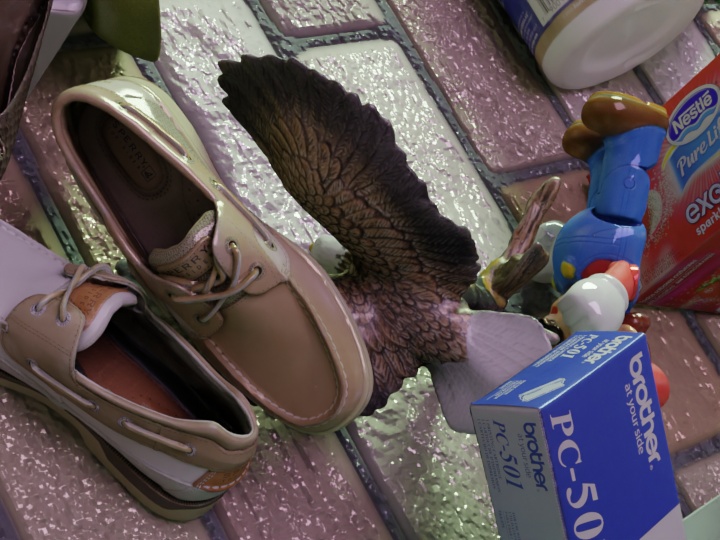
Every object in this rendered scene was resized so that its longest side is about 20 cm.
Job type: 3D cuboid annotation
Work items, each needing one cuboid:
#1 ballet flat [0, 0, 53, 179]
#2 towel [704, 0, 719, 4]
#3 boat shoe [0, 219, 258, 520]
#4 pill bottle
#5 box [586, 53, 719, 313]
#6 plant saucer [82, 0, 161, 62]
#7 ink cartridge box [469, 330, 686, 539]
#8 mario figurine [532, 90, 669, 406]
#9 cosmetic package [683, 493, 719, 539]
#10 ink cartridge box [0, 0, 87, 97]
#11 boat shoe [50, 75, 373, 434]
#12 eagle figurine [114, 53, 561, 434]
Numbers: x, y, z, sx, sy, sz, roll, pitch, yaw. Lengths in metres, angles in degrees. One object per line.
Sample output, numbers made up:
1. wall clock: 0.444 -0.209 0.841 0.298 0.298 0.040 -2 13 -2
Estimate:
1. ballet flat: -0.168 -0.119 0.777 0.067 0.046 0.201 22 69 -32
2. towel: 0.216 -0.244 1.185 0.153 0.023 0.200 55 11 -9
3. boat shoe: -0.128 0.028 0.785 0.200 0.068 0.075 38 46 -4
4. pill bottle: 0.130 -0.233 1.134 0.120 0.120 0.200 -13 67 -41
5. box: 0.241 -0.066 1.030 0.095 0.200 0.100 7 54 -35
6. plant saucer: -0.142 -0.203 0.878 0.031 0.200 0.200 -14 65 -13
7. ink cartridge box: 0.115 0.139 0.823 0.094 0.044 0.201 -29 111 -44
8. mario figurine: 0.117 0.002 0.953 0.123 0.106 0.201 32 61 -54
9. cosmetic package: 0.276 0.147 0.895 0.200 0.199 0.123 -9 64 -40
10. ink cartridge box: -0.252 -0.166 0.831 0.200 0.083 0.145 0 60 -36
11. boat shoe: -0.072 -0.004 0.786 0.200 0.072 0.065 53 15 2
12. eagle figurine: -0.005 0.000 0.861 0.200 0.151 0.152 22 62 -35
